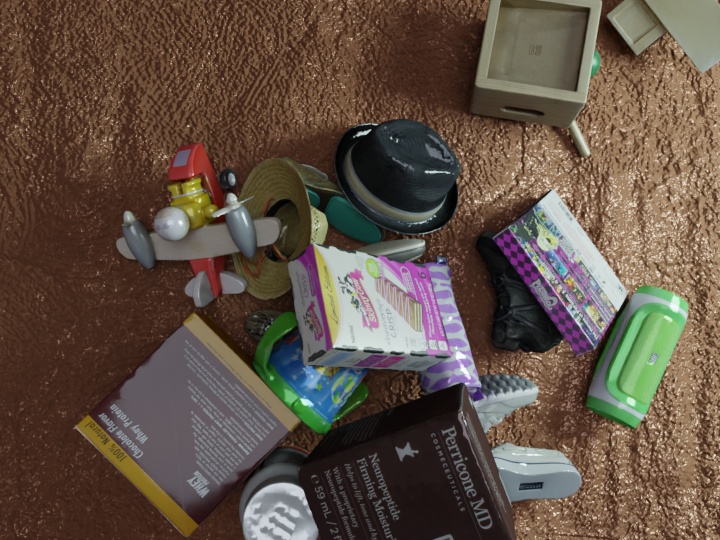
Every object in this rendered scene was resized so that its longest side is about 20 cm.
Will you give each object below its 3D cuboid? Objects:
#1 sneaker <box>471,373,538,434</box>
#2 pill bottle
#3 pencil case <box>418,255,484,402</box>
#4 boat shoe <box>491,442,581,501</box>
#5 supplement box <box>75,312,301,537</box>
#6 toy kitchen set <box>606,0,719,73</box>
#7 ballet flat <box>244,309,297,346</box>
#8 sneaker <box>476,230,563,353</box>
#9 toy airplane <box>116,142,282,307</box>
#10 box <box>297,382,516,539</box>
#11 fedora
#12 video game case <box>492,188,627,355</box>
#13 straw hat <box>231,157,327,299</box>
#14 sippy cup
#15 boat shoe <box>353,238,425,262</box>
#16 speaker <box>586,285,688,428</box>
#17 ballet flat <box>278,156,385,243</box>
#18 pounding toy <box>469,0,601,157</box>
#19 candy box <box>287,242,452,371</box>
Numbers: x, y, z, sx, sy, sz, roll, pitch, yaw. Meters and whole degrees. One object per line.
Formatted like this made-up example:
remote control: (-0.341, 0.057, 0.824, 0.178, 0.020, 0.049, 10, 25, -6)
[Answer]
sneaker: (0.166, 0.212, 0.944, 0.199, 0.075, 0.082, -19, 104, -3)
pill bottle: (-0.099, 0.296, 0.834, 0.109, 0.200, 0.110, 0, 85, -5)
pencil case: (0.111, 0.086, 0.912, 0.085, 0.084, 0.201, 10, 61, -38)
boat shoe: (0.214, 0.285, 0.935, 0.199, 0.070, 0.071, 2, 115, -10)
supplement box: (-0.218, 0.195, 0.865, 0.197, 0.133, 0.200, 45, 82, -1)
toy kitchen set: (0.536, -0.408, 1.026, 0.200, 0.180, 0.163, -38, 85, 32)
ballet flat: (-0.067, 0.091, 0.933, 0.199, 0.046, 0.068, 11, 85, -5)
sneaker: (0.219, 0.041, 0.951, 0.114, 0.076, 0.200, -38, 95, -14)
toy airplane: (-0.228, -0.047, 0.879, 0.199, 0.141, 0.200, 43, 104, 14)
box: (0.059, 0.255, 0.769, 0.200, 0.164, 0.166, -22, 86, 10)
fedora: (0.066, -0.148, 0.914, 0.200, 0.092, 0.201, 9, 64, -20)
video game case: (0.294, -0.005, 0.932, 0.200, 0.036, 0.181, 54, 42, 0)
straw hat: (-0.096, -0.055, 0.905, 0.085, 0.201, 0.202, 1, 84, -41)
sippy cup: (-0.052, 0.124, 0.864, 0.140, 0.178, 0.130, 44, 84, 13)
boat shoe: (0.000, 0.000, 0.928, 0.199, 0.067, 0.057, -12, 104, 13)
speaker: (0.409, 0.126, 0.959, 0.088, 0.088, 0.200, 27, 83, -3)
ballet flat: (-0.047, -0.109, 0.949, 0.200, 0.071, 0.071, 25, 83, -5)
pounding toy: (0.274, -0.292, 0.971, 0.199, 0.142, 0.185, 11, 83, 6)
candy box: (0.014, 0.051, 0.813, 0.200, 0.061, 0.137, 9, 58, -39)
